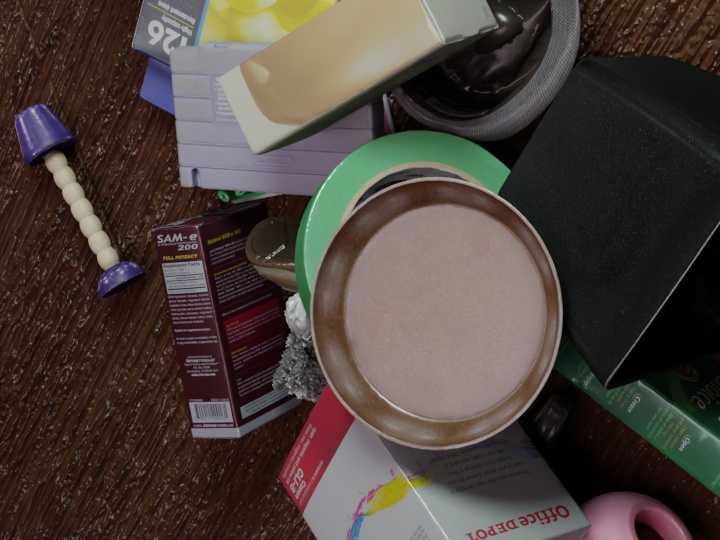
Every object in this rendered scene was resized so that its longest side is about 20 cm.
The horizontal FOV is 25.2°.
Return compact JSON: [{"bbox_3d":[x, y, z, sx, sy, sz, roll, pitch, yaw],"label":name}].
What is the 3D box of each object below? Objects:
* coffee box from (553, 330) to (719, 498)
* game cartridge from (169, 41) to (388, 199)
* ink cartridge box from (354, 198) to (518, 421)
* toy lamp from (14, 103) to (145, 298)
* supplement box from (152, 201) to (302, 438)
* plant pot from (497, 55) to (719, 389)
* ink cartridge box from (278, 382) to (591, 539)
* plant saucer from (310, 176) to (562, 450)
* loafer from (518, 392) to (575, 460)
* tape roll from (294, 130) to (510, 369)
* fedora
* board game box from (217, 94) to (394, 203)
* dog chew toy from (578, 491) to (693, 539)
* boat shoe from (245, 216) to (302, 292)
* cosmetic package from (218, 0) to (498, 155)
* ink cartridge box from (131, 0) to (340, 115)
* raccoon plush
[{"bbox_3d":[0.254,0.101,1.279,0.200,0.123,0.044,39,118,19],"label":"coffee box"},{"bbox_3d":[-0.071,-0.132,1.394,0.198,0.038,0.131,6,105,26],"label":"game cartridge"},{"bbox_3d":[0.074,0.040,1.435,0.159,0.047,0.202,11,126,29],"label":"ink cartridge box"},{"bbox_3d":[-0.284,-0.073,1.613,0.058,0.058,0.201,-32,87,35],"label":"toy lamp"},{"bbox_3d":[-0.123,0.046,1.511,0.060,0.109,0.202,-4,101,33],"label":"supplement box"},{"bbox_3d":[0.227,-0.057,1.220,0.178,0.199,0.200,47,124,27],"label":"plant pot"},{"bbox_3d":[0.058,0.190,1.324,0.201,0.144,0.145,55,134,30],"label":"ink cartridge box"},{"bbox_3d":[0.058,0.032,1.207,0.198,0.034,0.202,0,89,21],"label":"plant saucer"},{"bbox_3d":[0.112,0.170,1.413,0.072,0.073,0.200,42,122,7],"label":"loafer"},{"bbox_3d":[0.048,-0.010,1.293,0.202,0.199,0.048,62,166,2],"label":"tape roll"},{"bbox_3d":[0.108,-0.202,1.303,0.177,0.090,0.200,46,123,14],"label":"fedora"},{"bbox_3d":[-0.072,-0.171,1.467,0.199,0.026,0.202,-9,99,34],"label":"board game box"},{"bbox_3d":[0.198,0.276,1.369,0.125,0.124,0.200,48,131,12],"label":"dog chew toy"},{"bbox_3d":[0.000,0.000,1.394,0.198,0.072,0.076,13,152,28],"label":"boat shoe"},{"bbox_3d":[-0.003,-0.170,1.263,0.199,0.105,0.072,-27,90,32],"label":"cosmetic package"},{"bbox_3d":[-0.112,-0.205,1.441,0.197,0.047,0.201,28,114,22],"label":"ink cartridge box"},{"bbox_3d":[-0.043,0.052,1.410,0.133,0.097,0.201,16,149,36],"label":"raccoon plush"}]
